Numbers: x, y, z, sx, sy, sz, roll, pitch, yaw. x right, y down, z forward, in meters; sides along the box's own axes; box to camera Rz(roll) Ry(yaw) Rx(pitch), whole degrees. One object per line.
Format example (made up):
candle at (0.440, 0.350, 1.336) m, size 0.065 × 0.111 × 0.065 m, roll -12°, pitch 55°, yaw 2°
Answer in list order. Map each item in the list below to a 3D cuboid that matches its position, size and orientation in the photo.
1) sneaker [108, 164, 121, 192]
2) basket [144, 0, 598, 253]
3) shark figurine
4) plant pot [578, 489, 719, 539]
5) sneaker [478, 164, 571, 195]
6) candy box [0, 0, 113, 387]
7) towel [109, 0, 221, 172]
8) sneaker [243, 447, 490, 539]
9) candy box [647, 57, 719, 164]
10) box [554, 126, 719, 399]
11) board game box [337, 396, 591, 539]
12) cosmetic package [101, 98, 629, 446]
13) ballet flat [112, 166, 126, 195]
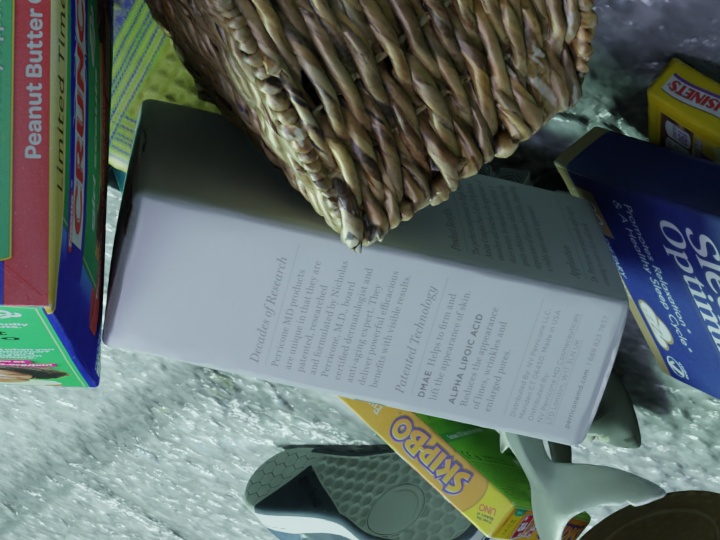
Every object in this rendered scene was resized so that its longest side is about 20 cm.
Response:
sneaker at (-0.141, -0.087, 0.989) m, size 0.198 × 0.078 × 0.086 m, roll 11°, pitch -168°, yaw -7°
basket at (-0.014, -0.139, 0.743) m, size 0.149 × 0.142 × 0.201 m, roll 46°, pitch 170°, yaw 50°
shark figurine at (0.104, 0.052, 0.993) m, size 0.089 × 0.214 × 0.128 m, roll -40°, pitch 91°, yaw 16°
plant pot at (0.157, 0.171, 0.984) m, size 0.200 × 0.201 × 0.093 m, roll -4°, pitch 119°, yaw 42°
sneaker at (0.028, -0.012, 0.969) m, size 0.199 × 0.075 × 0.116 m, roll 20°, pitch 155°, yaw 5°
candy box at (-0.132, -0.054, 0.723) m, size 0.076 × 0.171 × 0.200 m, roll 1°, pitch 170°, yaw -1°
towel at (-0.097, -0.119, 0.846) m, size 0.199 × 0.023 × 0.144 m, roll 27°, pitch 109°, yaw -10°
sneaker at (0.034, 0.183, 1.285) m, size 0.202 × 0.077 × 0.147 m, roll 4°, pitch 136°, yaw 51°
candy box at (0.173, -0.002, 0.891) m, size 0.102 × 0.026 × 0.200 m, roll 32°, pitch 158°, yaw 26°
box at (0.163, 0.013, 0.822) m, size 0.122 × 0.032 × 0.200 m, roll 60°, pitch 163°, yaw -25°
board game box at (0.024, 0.067, 1.035) m, size 0.200 × 0.030 × 0.095 m, roll 44°, pitch -168°, yaw 29°
cosmetic package at (0.000, 0.000, 0.821) m, size 0.198 × 0.102 × 0.075 m, roll 12°, pitch 114°, yaw -8°
ballet flat at (-0.094, -0.080, 0.910) m, size 0.072 × 0.072 × 0.201 m, roll -2°, pitch 121°, yaw 40°
